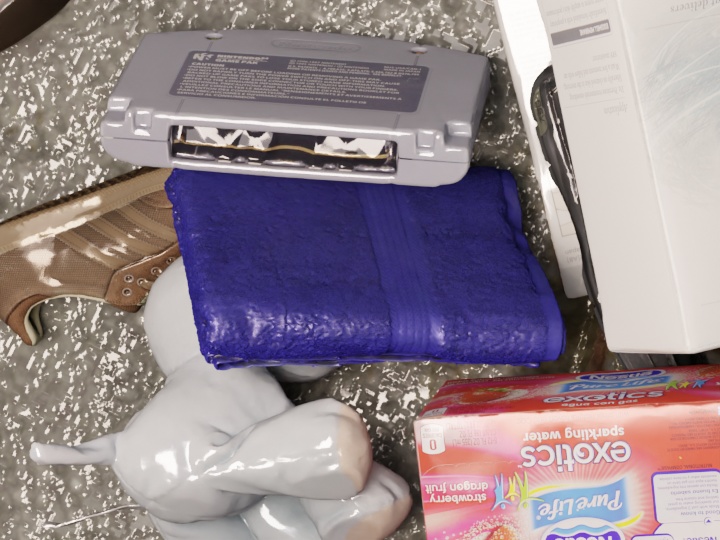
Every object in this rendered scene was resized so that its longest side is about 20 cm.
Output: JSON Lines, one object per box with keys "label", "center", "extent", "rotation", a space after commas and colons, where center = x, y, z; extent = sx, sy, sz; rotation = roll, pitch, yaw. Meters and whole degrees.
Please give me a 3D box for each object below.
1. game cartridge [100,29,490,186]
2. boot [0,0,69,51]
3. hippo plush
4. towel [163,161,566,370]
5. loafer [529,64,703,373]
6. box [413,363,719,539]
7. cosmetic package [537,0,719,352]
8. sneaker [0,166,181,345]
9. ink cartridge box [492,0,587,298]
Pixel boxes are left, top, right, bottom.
{"label": "game cartridge", "center": [-0.032, -0.093, 1.595], "extent": [0.200, 0.133, 0.041], "rotation": [5, 121, 7]}
{"label": "boot", "center": [-0.232, -0.244, 1.687], "extent": [0.200, 0.064, 0.186], "rotation": [41, 81, 10]}
{"label": "hippo plush", "center": [-0.072, 0.076, 1.604], "extent": [0.200, 0.159, 0.161], "rotation": [0, 55, 0]}
{"label": "towel", "center": [0.000, 0.000, 1.557], "extent": [0.200, 0.050, 0.148], "rotation": [2, 40, -15]}
{"label": "loafer", "center": [0.152, -0.023, 1.563], "extent": [0.070, 0.068, 0.201], "rotation": [-17, 95, 21]}
{"label": "box", "center": [0.135, 0.108, 1.517], "extent": [0.200, 0.095, 0.100], "rotation": [-5, 99, 13]}
{"label": "cosmetic package", "center": [0.218, -0.074, 1.484], "extent": [0.199, 0.123, 0.200], "rotation": [-13, 94, -15]}
{"label": "sneaker", "center": [-0.121, -0.019, 1.651], "extent": [0.200, 0.070, 0.076], "rotation": [-18, 98, 16]}
{"label": "ink cartridge box", "center": [0.168, -0.101, 1.605], "extent": [0.163, 0.057, 0.200], "rotation": [-12, 104, 12]}
